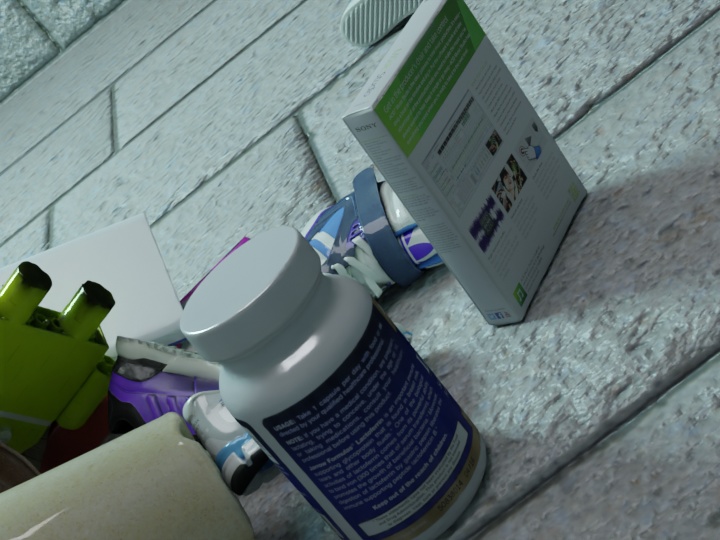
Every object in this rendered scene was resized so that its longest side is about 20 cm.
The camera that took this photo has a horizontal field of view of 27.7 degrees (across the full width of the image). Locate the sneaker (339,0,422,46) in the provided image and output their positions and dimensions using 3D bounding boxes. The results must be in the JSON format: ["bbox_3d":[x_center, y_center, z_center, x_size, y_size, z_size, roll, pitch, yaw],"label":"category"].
[{"bbox_3d":[0.058,-0.347,1.725,0.198,0.074,0.082,-27,29,26],"label":"sneaker"}]

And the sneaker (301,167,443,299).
[{"bbox_3d":[0.000,0.000,1.181,0.145,0.081,0.201,-18,32,39],"label":"sneaker"}]

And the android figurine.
[{"bbox_3d":[-0.281,0.084,1.148,0.200,0.181,0.041,-50,48,18],"label":"android figurine"}]

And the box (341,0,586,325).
[{"bbox_3d":[0.081,-0.082,1.053,0.036,0.201,0.145,-10,35,42],"label":"box"}]

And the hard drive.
[{"bbox_3d":[-0.257,0.039,1.252,0.198,0.025,0.133,-22,56,-8],"label":"hard drive"}]

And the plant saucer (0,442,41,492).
[{"bbox_3d":[-0.318,0.225,1.113,0.200,0.200,0.037,-44,-10,-11],"label":"plant saucer"}]

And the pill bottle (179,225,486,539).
[{"bbox_3d":[-0.017,0.077,0.917,0.115,0.201,0.116,-31,24,16],"label":"pill bottle"}]

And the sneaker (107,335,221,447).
[{"bbox_3d":[-0.115,0.121,1.125,0.198,0.069,0.101,15,87,29],"label":"sneaker"}]

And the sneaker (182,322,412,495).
[{"bbox_3d":[-0.043,0.073,1.036,0.199,0.087,0.075,-29,-27,-43],"label":"sneaker"}]

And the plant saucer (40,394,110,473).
[{"bbox_3d":[-0.263,0.099,1.324,0.200,0.036,0.201,-46,32,36],"label":"plant saucer"}]

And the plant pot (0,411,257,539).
[{"bbox_3d":[-0.165,0.197,0.970,0.182,0.202,0.200,-33,21,-13],"label":"plant pot"}]

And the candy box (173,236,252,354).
[{"bbox_3d":[-0.133,0.065,1.289,0.200,0.061,0.136,-46,22,-12],"label":"candy box"}]

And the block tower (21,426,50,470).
[{"bbox_3d":[-0.296,0.102,1.280,0.058,0.054,0.202,-37,37,48],"label":"block tower"}]
